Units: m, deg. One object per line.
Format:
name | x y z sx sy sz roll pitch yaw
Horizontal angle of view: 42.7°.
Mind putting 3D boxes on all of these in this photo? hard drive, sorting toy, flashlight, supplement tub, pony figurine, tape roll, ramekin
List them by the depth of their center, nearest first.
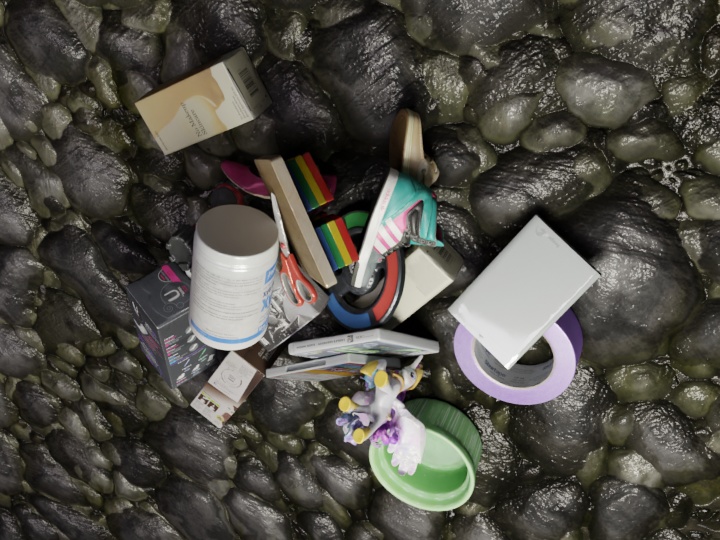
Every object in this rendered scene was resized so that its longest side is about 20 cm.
sorting toy | -0.079 -0.090 1.388 0.069 0.200 0.200 -25 102 -9
hard drive | 0.246 0.033 1.395 0.132 0.026 0.200 44 106 10
supplement tub | -0.200 0.014 1.438 0.131 0.132 0.201 23 131 11
tape roll | 0.255 0.119 1.491 0.199 0.066 0.201 13 125 19
flashlight | -0.249 -0.085 1.513 0.068 0.200 0.068 36 129 1
pony figurine | 0.036 0.233 1.539 0.166 0.200 0.194 25 99 25
ramekin | 0.124 0.329 1.674 0.199 0.098 0.201 13 126 18

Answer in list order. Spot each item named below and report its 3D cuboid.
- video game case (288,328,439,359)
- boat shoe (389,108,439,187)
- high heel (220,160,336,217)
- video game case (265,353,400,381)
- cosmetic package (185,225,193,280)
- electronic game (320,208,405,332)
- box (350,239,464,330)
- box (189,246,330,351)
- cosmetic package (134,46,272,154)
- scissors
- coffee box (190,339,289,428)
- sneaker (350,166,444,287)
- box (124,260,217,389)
video game case | 0.008 0.131 1.557 0.181 0.200 0.024 -12 73 31
boat shoe | 0.083 -0.152 1.399 0.065 0.072 0.201 -8 120 -12
high heel | -0.135 -0.156 1.513 0.199 0.067 0.096 32 101 19
video game case | -0.049 0.174 1.633 0.199 0.143 0.018 -14 73 38
cosmetic package | -0.246 0.015 1.662 0.101 0.074 0.201 -8 118 30
electronic game | 0.000 0.000 1.492 0.199 0.041 0.201 -2 87 48
box | 0.073 0.025 1.514 0.082 0.068 0.200 45 130 -7
box | -0.171 0.024 1.550 0.200 0.048 0.158 47 132 -8
cosmetic package | -0.253 -0.269 1.474 0.199 0.071 0.106 -17 113 33
scissors | -0.121 -0.029 1.437 0.073 0.014 0.201 4 123 49
coffee box | -0.230 0.195 1.748 0.080 0.113 0.200 38 130 -2
sneaker | 0.064 -0.048 1.378 0.120 0.084 0.201 18 121 -5
box | -0.345 0.102 1.693 0.122 0.106 0.201 45 152 29
